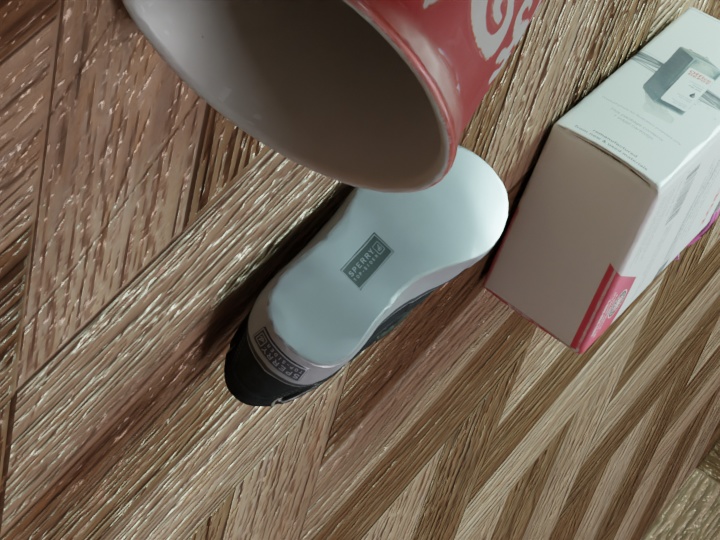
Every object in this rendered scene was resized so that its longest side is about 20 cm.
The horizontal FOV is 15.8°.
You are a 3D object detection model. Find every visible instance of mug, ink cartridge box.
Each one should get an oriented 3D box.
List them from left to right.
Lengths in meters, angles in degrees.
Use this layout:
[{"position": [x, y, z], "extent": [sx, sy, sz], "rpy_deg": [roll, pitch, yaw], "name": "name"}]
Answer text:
[{"position": [0.027, -0.152, 0.858], "extent": [0.200, 0.133, 0.178], "rpy_deg": [-54, 168, -22], "name": "mug"}, {"position": [0.178, -0.061, 1.662], "extent": [0.200, 0.085, 0.146], "rpy_deg": [-38, 158, -47], "name": "ink cartridge box"}]

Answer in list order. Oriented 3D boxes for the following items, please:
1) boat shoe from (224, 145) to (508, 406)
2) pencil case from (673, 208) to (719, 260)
[{"position": [0.000, 0.000, 1.257], "extent": [0.200, 0.069, 0.057], "rpy_deg": [-39, 177, -46], "name": "boat shoe"}, {"position": [0.251, -0.074, 1.878], "extent": [0.200, 0.091, 0.094], "rpy_deg": [-28, 113, -59], "name": "pencil case"}]
